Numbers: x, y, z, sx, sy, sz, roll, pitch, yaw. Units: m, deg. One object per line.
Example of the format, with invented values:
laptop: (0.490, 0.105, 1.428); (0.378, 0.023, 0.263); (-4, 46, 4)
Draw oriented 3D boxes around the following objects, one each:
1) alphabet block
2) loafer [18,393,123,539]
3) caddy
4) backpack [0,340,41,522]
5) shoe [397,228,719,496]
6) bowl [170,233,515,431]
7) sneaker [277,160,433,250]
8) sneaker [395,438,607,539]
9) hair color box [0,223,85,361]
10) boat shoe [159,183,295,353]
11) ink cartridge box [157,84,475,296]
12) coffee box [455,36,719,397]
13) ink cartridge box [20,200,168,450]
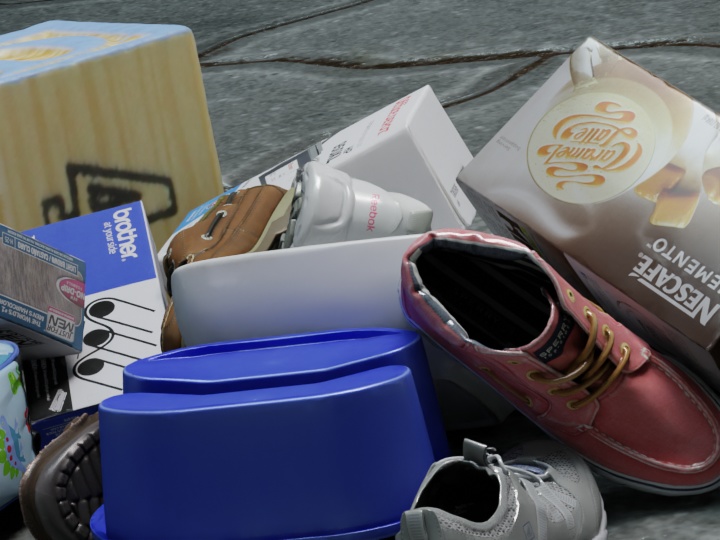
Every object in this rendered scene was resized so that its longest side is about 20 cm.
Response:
alphabet block: (-0.229, -0.061, 1.951); (0.196, 0.200, 0.195); (-20, 18, -35)
loafer: (-0.137, 0.112, 1.500); (0.071, 0.073, 0.200); (-15, 6, 25)
caddy: (-0.043, 0.099, 1.383); (0.199, 0.105, 0.141); (-6, 14, 8)
backpack: (-0.295, 0.096, 1.488); (0.183, 0.147, 0.200); (-6, 17, 24)
shoe: (0.104, 0.047, 1.365); (0.200, 0.072, 0.091); (33, -4, 7)
bowl: (0.004, 0.044, 1.521); (0.199, 0.075, 0.200); (-5, -17, 15)
sneaker: (0.000, 0.000, 1.600); (0.099, 0.078, 0.200); (12, -14, -3)
sneaker: (0.069, 0.114, 1.295); (0.075, 0.082, 0.200); (-5, 15, 19)
hair color box: (-0.274, 0.022, 1.625); (0.200, 0.061, 0.100); (-7, -18, 28)
boat shoe: (-0.087, 0.008, 1.661); (0.068, 0.072, 0.200); (8, 26, 18)
ink cartridge box: (-0.025, -0.033, 1.818); (0.200, 0.084, 0.145); (-27, 10, 13)
coffee box: (0.164, -0.025, 1.439); (0.114, 0.080, 0.200); (-46, 50, -7)
ink cartridge box: (-0.164, 0.038, 1.681); (0.094, 0.044, 0.200); (-15, 36, -2)
